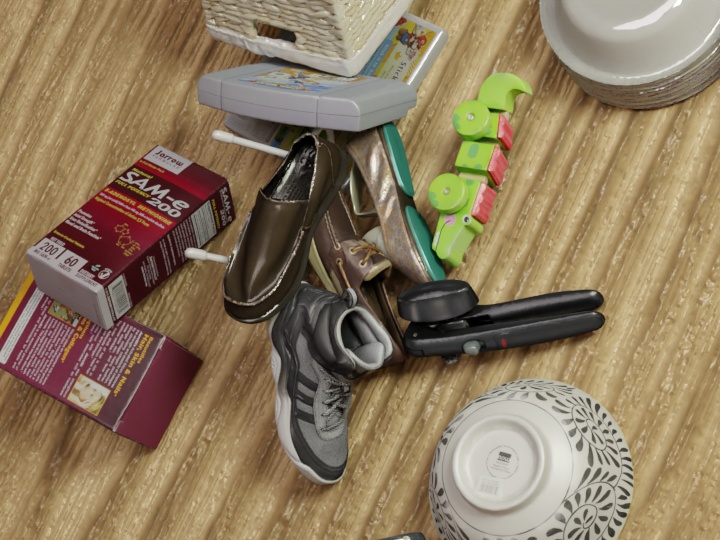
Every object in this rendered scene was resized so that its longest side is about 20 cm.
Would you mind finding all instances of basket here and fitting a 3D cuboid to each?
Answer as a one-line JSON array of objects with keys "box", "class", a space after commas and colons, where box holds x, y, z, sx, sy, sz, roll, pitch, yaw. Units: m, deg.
[{"box": [-0.054, -0.337, 1.687, 0.197, 0.161, 0.200, 19, 61, 28], "class": "basket"}]

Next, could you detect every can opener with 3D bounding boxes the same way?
[{"box": [0.134, 0.050, 1.545, 0.199, 0.079, 0.064, -2, 54, 15], "class": "can opener"}]

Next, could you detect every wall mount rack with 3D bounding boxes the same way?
[{"box": [-0.092, -0.058, 1.612, 0.074, 0.174, 0.201, 11, 88, 22], "class": "wall mount rack"}]

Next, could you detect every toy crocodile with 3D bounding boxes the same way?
[{"box": [0.117, -0.100, 1.605, 0.061, 0.067, 0.201, 12, 77, 27], "class": "toy crocodile"}]

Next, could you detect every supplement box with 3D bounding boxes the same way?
[{"box": [-0.281, 0.093, 1.707, 0.199, 0.086, 0.111, 24, 82, 30], "class": "supplement box"}, {"box": [-0.237, -0.038, 1.700, 0.109, 0.061, 0.200, 26, 53, 29], "class": "supplement box"}]

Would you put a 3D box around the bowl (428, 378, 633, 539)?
[{"box": [0.139, 0.183, 1.476, 0.200, 0.094, 0.202, -9, 67, 22], "class": "bowl"}]

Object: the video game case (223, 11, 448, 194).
[{"box": [-0.028, -0.202, 1.736, 0.182, 0.023, 0.201, 29, 84, 30], "class": "video game case"}]

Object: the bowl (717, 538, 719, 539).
[{"box": [0.328, 0.327, 1.347, 0.199, 0.075, 0.201, -29, 63, 12], "class": "bowl"}]

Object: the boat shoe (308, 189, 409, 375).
[{"box": [0.000, 0.000, 1.590, 0.072, 0.072, 0.201, -17, 87, 29], "class": "boat shoe"}]

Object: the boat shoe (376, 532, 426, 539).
[{"box": [-0.029, 0.288, 1.531, 0.199, 0.076, 0.061, -9, 68, 9], "class": "boat shoe"}]

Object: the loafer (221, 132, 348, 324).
[{"box": [-0.082, -0.047, 1.533, 0.073, 0.071, 0.201, 15, 71, 26], "class": "loafer"}]

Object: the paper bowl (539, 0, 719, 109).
[{"box": [0.271, -0.266, 1.575, 0.200, 0.104, 0.202, -8, 69, 23], "class": "paper bowl"}]

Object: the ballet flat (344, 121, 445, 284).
[{"box": [0.030, -0.055, 1.629, 0.067, 0.068, 0.201, -25, 63, 19], "class": "ballet flat"}]

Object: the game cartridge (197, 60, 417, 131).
[{"box": [-0.059, -0.178, 1.653, 0.199, 0.133, 0.042, 13, 106, 29], "class": "game cartridge"}]

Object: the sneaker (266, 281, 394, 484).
[{"box": [-0.024, 0.109, 1.541, 0.113, 0.075, 0.201, -1, 102, 46], "class": "sneaker"}]
